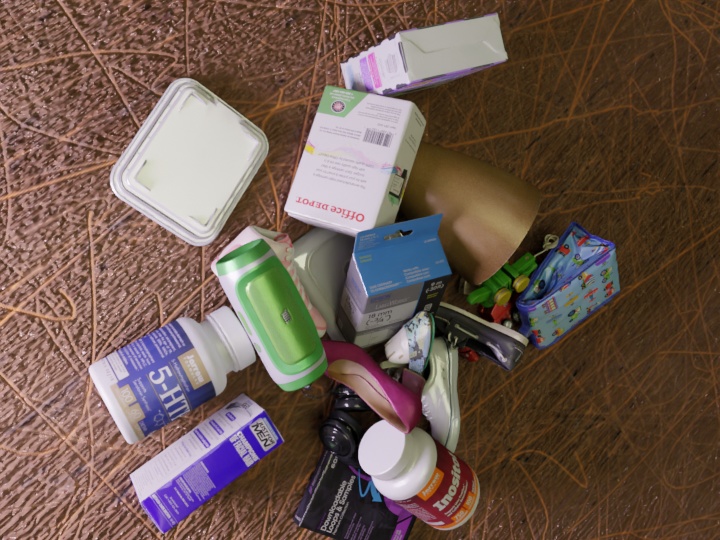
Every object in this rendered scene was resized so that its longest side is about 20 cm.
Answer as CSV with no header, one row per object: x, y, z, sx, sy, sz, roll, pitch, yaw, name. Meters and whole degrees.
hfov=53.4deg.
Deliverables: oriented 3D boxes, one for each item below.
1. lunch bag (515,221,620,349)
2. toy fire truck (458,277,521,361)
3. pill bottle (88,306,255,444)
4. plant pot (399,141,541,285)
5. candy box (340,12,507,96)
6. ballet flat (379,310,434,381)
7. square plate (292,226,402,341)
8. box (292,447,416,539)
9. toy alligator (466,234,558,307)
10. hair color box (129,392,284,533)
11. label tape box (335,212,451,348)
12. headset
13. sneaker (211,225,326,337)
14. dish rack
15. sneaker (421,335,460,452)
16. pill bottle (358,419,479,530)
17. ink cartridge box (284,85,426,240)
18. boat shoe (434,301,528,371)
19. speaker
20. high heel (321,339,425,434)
0.350,0.045,1.244,0.200,0.094,0.151,-45,142,-10,lunch bag
0.214,0.041,1.227,0.200,0.049,0.141,-43,109,-16,toy fire truck
-0.251,0.134,0.976,0.199,0.120,0.120,-30,105,-20,pill bottle
0.147,-0.108,1.129,0.199,0.186,0.187,33,80,-10,plant pot
0.087,-0.308,1.060,0.167,0.200,0.072,-19,101,-23,candy box
0.065,0.137,1.095,0.074,0.074,0.201,-18,141,-23,ballet flat
0.000,0.000,1.135,0.200,0.028,0.199,-38,107,-18,square plate
0.006,0.371,1.159,0.199,0.036,0.144,27,81,-22,box
0.254,0.010,1.190,0.199,0.059,0.054,-33,147,-19,toy alligator
-0.216,0.265,1.007,0.200,0.109,0.065,-36,108,-18,hair color box
0.052,0.021,1.047,0.143,0.063,0.201,-14,143,-23,label tape box
-0.031,0.224,1.111,0.200,0.094,0.124,45,50,-31,headset
-0.109,0.012,1.049,0.200,0.075,0.105,37,95,-19,sneaker
-0.232,-0.154,1.008,0.171,0.043,0.201,35,78,-22,dish rack
0.121,0.210,1.190,0.070,0.073,0.202,0,84,-16,sneaker
0.088,0.309,1.092,0.200,0.113,0.113,42,76,-36,pill bottle
-0.006,-0.153,1.053,0.084,0.144,0.201,28,79,-68,ink cartridge box
0.165,0.102,1.149,0.199,0.073,0.063,21,78,15,boat shoe
-0.119,0.061,0.978,0.088,0.088,0.201,-31,105,-20,speaker
-0.003,0.166,1.042,0.199,0.096,0.068,15,131,7,high heel
